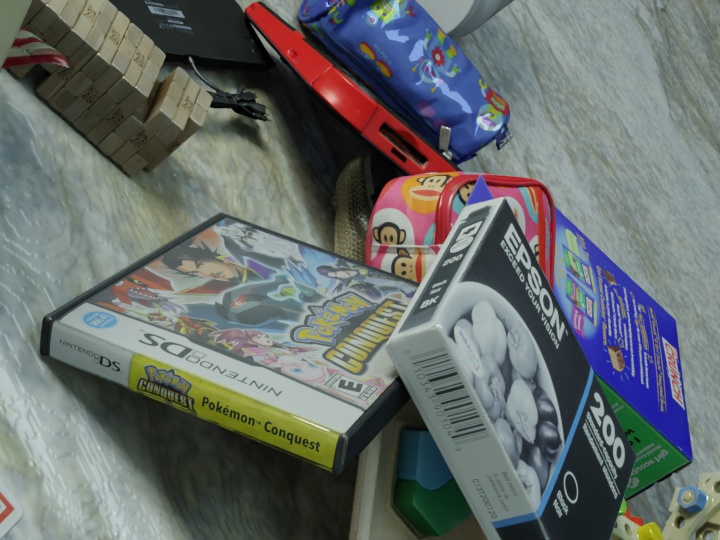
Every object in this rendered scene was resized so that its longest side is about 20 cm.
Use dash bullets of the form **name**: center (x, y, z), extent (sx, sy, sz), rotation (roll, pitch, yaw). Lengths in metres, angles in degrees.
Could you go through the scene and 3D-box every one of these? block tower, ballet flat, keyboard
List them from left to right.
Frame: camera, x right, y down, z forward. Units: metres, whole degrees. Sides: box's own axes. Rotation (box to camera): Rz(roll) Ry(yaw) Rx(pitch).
- **block tower**: center (-0.181, -0.143, 0.871), extent (0.200, 0.058, 0.054), rotation (41, 32, -22)
- **keyboard**: center (-0.127, -0.153, 0.995), extent (0.199, 0.021, 0.128), rotation (-5, 59, -55)
- **ballet flat**: center (0.000, 0.000, 1.013), extent (0.067, 0.046, 0.202), rotation (41, 37, -41)

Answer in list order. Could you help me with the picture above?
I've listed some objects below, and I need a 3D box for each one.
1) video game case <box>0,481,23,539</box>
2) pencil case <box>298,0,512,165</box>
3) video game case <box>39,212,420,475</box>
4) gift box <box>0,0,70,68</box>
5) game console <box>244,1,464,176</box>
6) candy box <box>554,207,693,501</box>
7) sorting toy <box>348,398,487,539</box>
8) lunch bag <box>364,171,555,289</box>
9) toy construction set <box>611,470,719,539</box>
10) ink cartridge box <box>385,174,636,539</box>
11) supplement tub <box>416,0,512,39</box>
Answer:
- **video game case**: center (-0.238, 0.102, 0.591), extent (0.143, 0.017, 0.200), rotation (52, 30, -7)
- **pencil case**: center (0.038, -0.169, 1.189), extent (0.200, 0.078, 0.087), rotation (44, 46, -20)
- **video game case**: center (-0.050, 0.031, 0.816), extent (0.179, 0.026, 0.200), rotation (19, 26, 17)
- **gift box**: center (-0.220, -0.162, 0.699), extent (0.199, 0.187, 0.185), rotation (27, 36, -16)
- **game console**: center (0.010, -0.110, 1.069), extent (0.200, 0.031, 0.177), rotation (37, 5, -39)
- **candy box**: center (0.177, 0.058, 1.172), extent (0.200, 0.077, 0.170), rotation (39, 33, -24)
- **sorting toy**: center (0.060, 0.172, 0.856), extent (0.199, 0.036, 0.187), rotation (19, 75, -48)
- **lunch bag**: center (0.077, 0.036, 0.977), extent (0.175, 0.081, 0.203), rotation (-3, 93, -57)
- **toy construction set**: center (0.200, 0.184, 1.078), extent (0.199, 0.092, 0.132), rotation (21, 45, -29)
- **ink cartridge box**: center (0.100, 0.065, 0.853), extent (0.199, 0.043, 0.200), rotation (61, 31, -20)
- **supplement tub**: center (0.077, -0.285, 1.289), extent (0.146, 0.145, 0.200), rotation (53, 30, -4)
